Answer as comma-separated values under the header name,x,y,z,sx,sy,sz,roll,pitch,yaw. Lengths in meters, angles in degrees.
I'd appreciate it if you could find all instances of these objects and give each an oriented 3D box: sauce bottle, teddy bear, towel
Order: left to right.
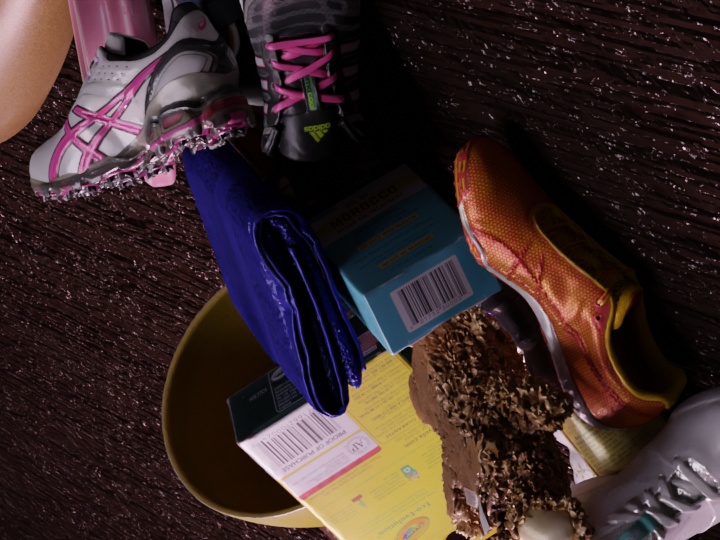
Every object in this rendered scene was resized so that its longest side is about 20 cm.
name,x,y,z,sx,sy,sz,roll,pitch,yaw
towel,-0.054,-0.006,1.677,0.200,0.049,0.148,-134,24,-65
teddy bear,0.092,0.114,1.574,0.200,0.066,0.146,-125,31,-55
sauce bottle,0.148,0.080,1.637,0.200,0.065,0.065,52,161,-4

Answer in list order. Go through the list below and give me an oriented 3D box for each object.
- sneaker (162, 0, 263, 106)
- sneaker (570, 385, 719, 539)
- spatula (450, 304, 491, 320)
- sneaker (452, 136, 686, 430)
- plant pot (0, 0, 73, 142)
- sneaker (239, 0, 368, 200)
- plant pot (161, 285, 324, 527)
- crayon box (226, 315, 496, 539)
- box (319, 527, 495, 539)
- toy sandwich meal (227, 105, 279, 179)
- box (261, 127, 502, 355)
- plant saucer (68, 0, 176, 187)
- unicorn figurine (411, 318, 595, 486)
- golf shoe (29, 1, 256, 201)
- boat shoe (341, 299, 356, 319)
name,x,y,z,sx,sy,sz,roll,pitch,yaw
sneaker,-0.089,-0.189,1.653,0.079,0.078,0.201,26,148,34
sneaker,0.175,0.142,1.558,0.075,0.088,0.200,49,129,-1
spatula,0.075,-0.004,1.695,0.056,0.021,0.200,6,145,3
sneaker,0.127,0.000,1.562,0.077,0.073,0.200,-28,102,43
plant pot,-0.279,-0.208,1.923,0.187,0.186,0.200,51,148,-2
sneaker,-0.030,-0.114,1.608,0.200,0.073,0.088,84,178,-55
plant pot,-0.025,0.106,1.927,0.200,0.200,0.142,34,179,38
crayon box,0.018,0.123,1.766,0.200,0.127,0.051,48,-164,-38
box,0.058,0.206,2.015,0.200,0.100,0.075,40,159,25
toy sandwich meal,-0.075,-0.081,1.826,0.205,0.070,0.205,43,159,20
box,0.010,-0.024,1.655,0.049,0.082,0.200,63,172,-30
plant saucer,-0.168,-0.154,1.792,0.201,0.051,0.202,170,90,-84
unicorn figurine,0.122,0.088,1.719,0.199,0.074,0.137,31,161,1
golf shoe,-0.146,-0.104,1.676,0.200,0.072,0.093,-23,83,43
boat shoe,0.000,0.000,1.771,0.200,0.072,0.073,-37,72,48
